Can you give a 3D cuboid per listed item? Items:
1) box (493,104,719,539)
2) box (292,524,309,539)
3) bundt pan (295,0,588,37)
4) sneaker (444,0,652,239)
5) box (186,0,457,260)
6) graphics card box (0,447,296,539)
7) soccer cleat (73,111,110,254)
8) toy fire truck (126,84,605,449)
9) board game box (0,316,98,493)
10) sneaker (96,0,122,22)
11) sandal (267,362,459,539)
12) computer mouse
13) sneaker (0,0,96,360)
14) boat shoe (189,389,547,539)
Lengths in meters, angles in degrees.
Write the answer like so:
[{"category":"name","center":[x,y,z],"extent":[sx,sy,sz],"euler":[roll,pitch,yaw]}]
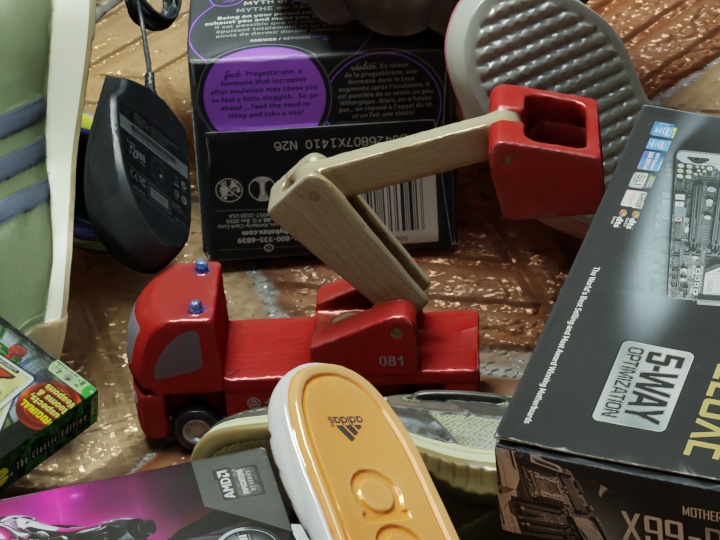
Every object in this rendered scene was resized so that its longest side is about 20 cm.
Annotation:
[{"category":"box","center":[0.153,0.027,0.981],"extent":[0.157,0.050,0.200],"euler":[10,43,19]},{"category":"box","center":[-0.078,0.146,0.963],"extent":[0.199,0.038,0.137],"euler":[2,34,10]},{"category":"bundt pan","center":[0.034,-0.166,1.194],"extent":[0.201,0.076,0.202],"euler":[0,32,0]},{"category":"sneaker","center":[0.081,-0.064,1.151],"extent":[0.104,0.200,0.076],"euler":[26,82,49]},{"category":"box","center":[-0.018,-0.103,1.268],"extent":[0.121,0.107,0.200],"euler":[-2,33,0]},{"category":"graphics card box","center":[-0.113,0.132,0.908],"extent":[0.199,0.051,0.126],"euler":[-10,34,-8]},{"category":"soccer cleat","center":[-0.178,-0.069,1.203],"extent":[0.199,0.065,0.084],"euler":[26,0,-3]},{"category":"toy fire truck","center":[0.000,0.000,1.079],"extent":[0.199,0.142,0.049],"euler":[-2,33,4]},{"category":"board game box","center":[-0.211,0.026,1.060],"extent":[0.200,0.024,0.105],"euler":[34,51,23]},{"category":"sneaker","center":[-0.153,-0.136,1.225],"extent":[0.200,0.072,0.080],"euler":[-31,14,-35]},{"category":"sandal","center":[0.028,0.106,0.916],"extent":[0.079,0.059,0.207],"euler":[-3,55,-40]},{"category":"computer mouse","center":[-0.102,-0.084,1.155],"extent":[0.034,0.059,0.201],"euler":[-22,51,24]},{"category":"sneaker","center":[-0.167,-0.040,1.123],"extent":[0.089,0.201,0.067],"euler":[9,-15,-18]},{"category":"boat shoe","center":[0.035,0.082,1.026],"extent":[0.199,0.074,0.065],"euler":[7,26,7]}]
